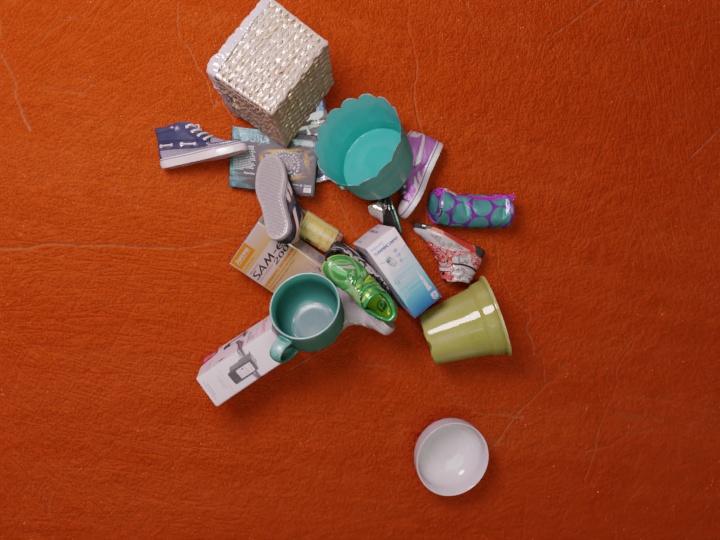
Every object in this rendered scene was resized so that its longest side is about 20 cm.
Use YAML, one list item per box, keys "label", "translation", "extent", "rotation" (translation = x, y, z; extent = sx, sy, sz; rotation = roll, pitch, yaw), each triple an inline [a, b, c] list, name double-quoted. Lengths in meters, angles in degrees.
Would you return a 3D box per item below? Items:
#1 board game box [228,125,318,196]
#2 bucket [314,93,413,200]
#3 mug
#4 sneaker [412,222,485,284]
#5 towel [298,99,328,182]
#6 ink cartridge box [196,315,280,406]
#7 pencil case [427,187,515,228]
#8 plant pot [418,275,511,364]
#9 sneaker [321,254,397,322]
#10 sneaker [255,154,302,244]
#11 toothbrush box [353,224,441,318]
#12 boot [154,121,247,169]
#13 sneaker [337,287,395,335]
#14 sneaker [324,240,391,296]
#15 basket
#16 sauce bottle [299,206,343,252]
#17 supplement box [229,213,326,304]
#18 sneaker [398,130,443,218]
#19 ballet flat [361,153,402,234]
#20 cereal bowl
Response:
- label: "board game box"
  translation: [-0.194, -0.246, 1.193]
  extent: [0.197, 0.028, 0.137]
  rotation: [7, 100, 1]
- label: "bucket"
  translation: [0.014, -0.260, 1.158]
  extent: [0.205, 0.135, 0.210]
  rotation: [-5, 75, 21]
- label: "mug"
  translation: [-0.124, 0.105, 1.148]
  extent: [0.183, 0.115, 0.153]
  rotation: [-25, 62, -6]
- label: "sneaker"
  translation: [0.204, -0.036, 1.304]
  extent: [0.199, 0.067, 0.109]
  rotation: [22, 93, -16]
- label: "towel"
  translation: [-0.132, -0.296, 1.222]
  extent: [0.145, 0.024, 0.203]
  rotation: [-14, 101, -9]
- label: "ink cartridge box"
  translation: [-0.262, 0.199, 1.219]
  extent: [0.199, 0.145, 0.084]
  rotation: [-34, 103, -3]
- label: "pencil case"
  translation: [0.269, -0.151, 1.287]
  extent: [0.197, 0.086, 0.093]
  rotation: [2, 127, -11]
- label: "plant pot"
  translation: [0.246, 0.139, 1.293]
  extent: [0.182, 0.201, 0.202]
  rotation: [-20, 103, 6]
- label: "sneaker"
  translation: [0.007, 0.037, 1.127]
  extent: [0.199, 0.084, 0.074]
  rotation: [39, 89, -10]
- label: "sneaker"
  translation: [-0.177, -0.150, 1.159]
  extent: [0.078, 0.079, 0.203]
  rotation: [-15, 72, 19]
- label: "toothbrush box"
  translation: [0.083, -0.003, 1.246]
  extent: [0.085, 0.146, 0.201]
  rotation: [-36, 105, -6]
- label: "boot"
  translation: [-0.349, -0.282, 1.147]
  extent: [0.197, 0.073, 0.092]
  rotation: [-10, 98, 5]
- label: "sneaker"
  translation: [-0.013, 0.117, 1.248]
  extent: [0.116, 0.200, 0.073]
  rotation: [-55, 144, 7]
- label: "sneaker"
  translation: [0.000, 0.000, 1.218]
  extent: [0.066, 0.091, 0.200]
  rotation: [-41, 113, 19]
- label: "basket"
  translation: [-0.175, -0.394, 1.081]
  extent: [0.160, 0.198, 0.201]
  rotation: [37, 85, 5]
- label: "sauce bottle"
  translation: [-0.136, -0.112, 1.233]
  extent: [0.199, 0.066, 0.066]
  rotation: [32, 93, -11]
- label: "supplement box"
  translation: [-0.181, -0.018, 1.220]
  extent: [0.199, 0.074, 0.126]
  rotation: [34, 108, -14]
- label: "sneaker"
  translation: [0.106, -0.231, 1.257]
  extent: [0.113, 0.073, 0.203]
  rotation: [23, 85, -9]
- label: "ballet flat"
  translation: [0.045, -0.175, 1.258]
  extent: [0.068, 0.068, 0.203]
  rotation: [-13, 92, 2]
- label: "cereal bowl"
  translation: [0.229, 0.477, 1.388]
  extent: [0.197, 0.083, 0.203]
  rotation: [-2, 99, -10]
